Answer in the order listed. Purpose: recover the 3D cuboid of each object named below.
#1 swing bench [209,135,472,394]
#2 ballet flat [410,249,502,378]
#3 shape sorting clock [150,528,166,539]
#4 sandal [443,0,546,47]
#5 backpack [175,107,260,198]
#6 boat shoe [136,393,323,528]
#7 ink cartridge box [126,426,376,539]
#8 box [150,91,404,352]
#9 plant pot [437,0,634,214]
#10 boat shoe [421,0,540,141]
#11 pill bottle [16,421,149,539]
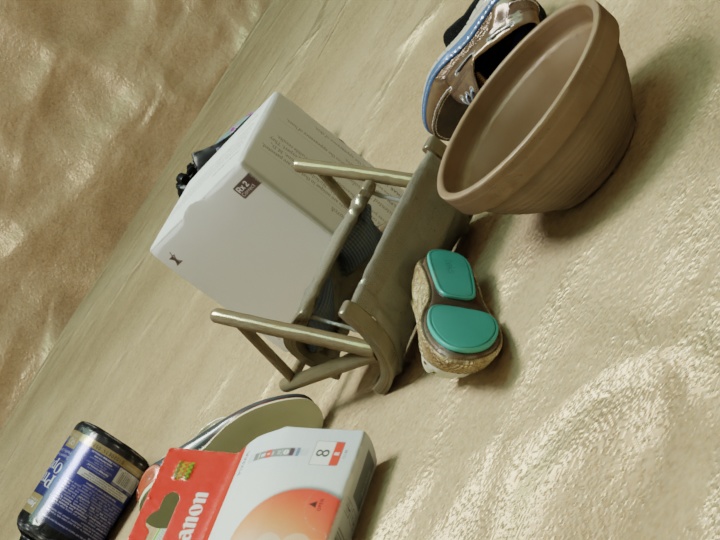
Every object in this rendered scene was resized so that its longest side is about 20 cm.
[{"bbox_3d":[0.000,0.000,1.328,0.199,0.130,0.200,-3,49,46],"label":"swing bench"},{"bbox_3d":[0.075,0.050,1.167,0.200,0.070,0.066,-87,8,-67],"label":"ballet flat"},{"bbox_3d":[-0.163,0.280,1.398,0.200,0.039,0.201,-42,29,29],"label":"shape sorting clock"},{"bbox_3d":[0.152,-0.278,1.587,0.048,0.075,0.200,-40,11,-19],"label":"sandal"},{"bbox_3d":[-0.155,-0.146,2.070,0.200,0.167,0.127,-52,9,-14],"label":"backpack"},{"bbox_3d":[-0.128,0.176,1.380,0.199,0.071,0.063,-32,16,1],"label":"boat shoe"},{"bbox_3d":[-0.101,0.197,1.169,0.199,0.050,0.163,3,45,19],"label":"ink cartridge box"},{"bbox_3d":[-0.087,-0.049,1.568,0.199,0.200,0.131,-39,20,43],"label":"box"},{"bbox_3d":[0.160,-0.116,1.177,0.201,0.092,0.201,-50,16,19],"label":"plant pot"},{"bbox_3d":[0.124,-0.206,1.498,0.201,0.072,0.073,-63,32,37],"label":"boat shoe"},{"bbox_3d":[-0.363,0.303,1.812,0.201,0.112,0.112,-59,16,-16],"label":"pill bottle"}]
